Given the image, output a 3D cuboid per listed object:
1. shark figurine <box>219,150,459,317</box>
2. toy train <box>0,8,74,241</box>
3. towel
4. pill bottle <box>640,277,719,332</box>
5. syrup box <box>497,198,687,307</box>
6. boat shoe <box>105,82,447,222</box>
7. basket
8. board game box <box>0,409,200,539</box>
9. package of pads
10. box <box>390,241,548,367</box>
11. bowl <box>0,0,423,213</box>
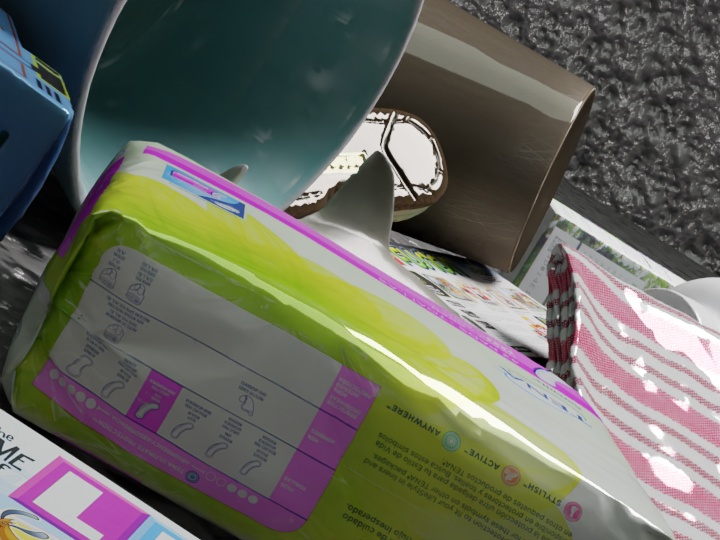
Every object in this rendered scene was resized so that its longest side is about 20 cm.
[{"bbox_3d":[-0.019,-0.011,0.721,0.128,0.090,0.214,38,9,40],"label":"shark figurine"},{"bbox_3d":[-0.161,-0.071,0.590,0.114,0.087,0.200,38,4,-21],"label":"toy train"},{"bbox_3d":[0.148,0.074,0.777,0.145,0.030,0.201,29,32,-14],"label":"towel"},{"bbox_3d":[0.211,0.071,0.956,0.199,0.111,0.111,23,12,-43],"label":"pill bottle"},{"bbox_3d":[0.184,0.041,1.122,0.199,0.079,0.081,31,9,-4],"label":"syrup box"},{"bbox_3d":[-0.052,-0.039,0.839,0.198,0.076,0.073,5,66,-38],"label":"boat shoe"},{"bbox_3d":[0.019,-0.093,0.984,0.198,0.137,0.181,26,40,8],"label":"basket"},{"bbox_3d":[-0.048,0.079,0.309,0.199,0.034,0.134,32,9,2],"label":"board game box"},{"bbox_3d":[-0.005,0.041,0.543,0.199,0.069,0.155,30,9,-9],"label":"package of pads"},{"bbox_3d":[0.062,0.031,0.917,0.110,0.035,0.200,36,10,22],"label":"box"},{"bbox_3d":[-0.071,-0.113,0.706,0.105,0.202,0.200,37,11,24],"label":"bowl"}]
